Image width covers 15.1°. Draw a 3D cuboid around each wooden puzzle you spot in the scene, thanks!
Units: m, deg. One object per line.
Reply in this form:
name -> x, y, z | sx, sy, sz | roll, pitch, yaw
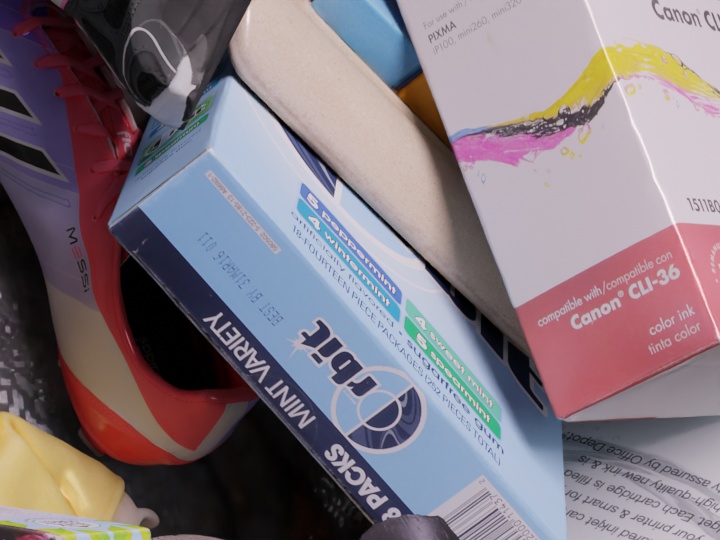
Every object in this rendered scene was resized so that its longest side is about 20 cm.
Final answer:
wooden puzzle -> 0.025, -0.077, 0.942 | 0.185, 0.037, 0.200 | 44, 24, -26

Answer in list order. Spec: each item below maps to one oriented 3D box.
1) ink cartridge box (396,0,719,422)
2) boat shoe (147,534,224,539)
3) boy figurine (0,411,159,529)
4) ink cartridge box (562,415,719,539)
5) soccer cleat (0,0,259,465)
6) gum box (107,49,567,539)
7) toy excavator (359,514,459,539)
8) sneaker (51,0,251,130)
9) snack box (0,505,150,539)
ink cartridge box -> 0.083, -0.055, 0.886 | 0.116, 0.067, 0.200 | 2, 64, -55
boat shoe -> -0.066, 0.163, 0.758 | 0.074, 0.200, 0.073 | 1, 36, -31
boy figurine -> -0.101, 0.091, 0.848 | 0.200, 0.064, 0.124 | 61, 29, -7
ink cartridge box -> 0.114, 0.097, 0.948 | 0.200, 0.146, 0.083 | -48, 143, -33
soccer cleat -> -0.088, -0.032, 0.884 | 0.067, 0.076, 0.200 | -18, 84, -37
gum box -> 0.000, 0.000, 0.893 | 0.170, 0.045, 0.200 | 49, 16, -15
toy excavator -> 0.010, 0.197, 0.825 | 0.194, 0.200, 0.100 | 37, 21, -34
sneaker -> -0.083, -0.104, 0.843 | 0.086, 0.200, 0.080 | 24, 97, -18
snack box -> -0.137, 0.158, 0.708 | 0.053, 0.142, 0.200 | 11, 85, -65
